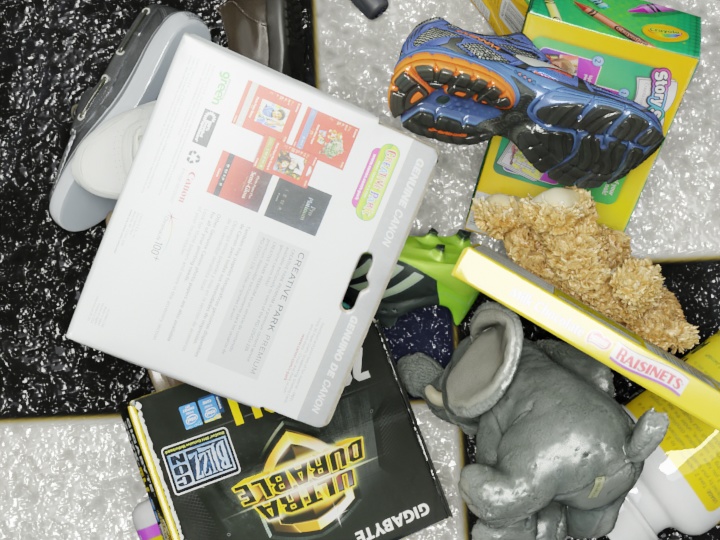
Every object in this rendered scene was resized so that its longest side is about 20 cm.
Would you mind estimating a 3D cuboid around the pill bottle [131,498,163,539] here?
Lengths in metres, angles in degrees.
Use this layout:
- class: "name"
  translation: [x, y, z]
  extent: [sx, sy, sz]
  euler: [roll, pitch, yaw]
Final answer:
- class: "pill bottle"
  translation: [-0.089, 0.250, 0.807]
  extent: [0.104, 0.104, 0.201]
  euler: [-24, 84, 0]

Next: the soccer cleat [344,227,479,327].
- class: "soccer cleat"
  translation: [0.000, 0.000, 0.826]
  extent: [0.199, 0.068, 0.081]
  euler: [10, 119, -12]

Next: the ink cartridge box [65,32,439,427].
- class: "ink cartridge box"
  translation: [-0.068, -0.024, 0.696]
  extent: [0.175, 0.084, 0.201]
  euler: [23, 96, -9]

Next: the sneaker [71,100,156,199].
- class: "sneaker"
  translation: [-0.126, -0.098, 0.782]
  extent: [0.199, 0.100, 0.075]
  euler: [-11, 90, 13]

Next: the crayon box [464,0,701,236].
- class: "crayon box"
  translation: [0.158, -0.103, 0.791]
  extent: [0.118, 0.201, 0.058]
  euler: [16, 43, 4]

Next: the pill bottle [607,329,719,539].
- class: "pill bottle"
  translation: [0.254, 0.124, 0.799]
  extent: [0.200, 0.111, 0.111]
  euler: [-37, 84, 2]

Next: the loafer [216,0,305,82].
- class: "loafer"
  translation: [-0.082, -0.131, 0.866]
  extent: [0.071, 0.073, 0.201]
  euler: [-2, 83, 15]

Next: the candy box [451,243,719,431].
- class: "candy box"
  translation: [0.154, 0.041, 0.708]
  extent: [0.199, 0.102, 0.026]
  euler: [31, 95, 8]

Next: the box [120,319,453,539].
- class: "box"
  translation: [-0.051, 0.140, 0.770]
  extent: [0.199, 0.049, 0.160]
  euler: [-17, 80, -25]

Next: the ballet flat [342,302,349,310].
- class: "ballet flat"
  translation: [-0.095, 0.017, 0.814]
  extent: [0.199, 0.068, 0.069]
  euler: [30, 78, -21]

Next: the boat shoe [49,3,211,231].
- class: "boat shoe"
  translation: [-0.199, -0.129, 0.871]
  extent: [0.066, 0.070, 0.201]
  euler: [32, 93, 28]

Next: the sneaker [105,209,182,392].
- class: "sneaker"
  translation: [-0.139, 0.036, 0.848]
  extent: [0.075, 0.070, 0.201]
  euler: [-19, 85, -5]

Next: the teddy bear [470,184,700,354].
- class: "teddy bear"
  translation: [0.161, 0.008, 0.785]
  extent: [0.144, 0.200, 0.067]
  euler: [7, 61, 36]

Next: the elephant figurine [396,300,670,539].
- class: "elephant figurine"
  translation: [0.107, 0.088, 0.758]
  extent: [0.154, 0.142, 0.201]
  euler: [-18, 49, 2]

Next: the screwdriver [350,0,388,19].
- class: "screwdriver"
  translation: [-0.046, -0.288, 0.897]
  extent: [0.200, 0.028, 0.029]
  euler: [49, 117, 7]

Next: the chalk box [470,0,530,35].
- class: "chalk box"
  translation: [0.172, -0.282, 0.838]
  extent: [0.200, 0.124, 0.124]
  euler: [-39, 84, -3]

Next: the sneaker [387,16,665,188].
- class: "sneaker"
  translation: [0.114, -0.117, 0.706]
  extent: [0.199, 0.075, 0.079]
  euler: [17, 51, -20]
